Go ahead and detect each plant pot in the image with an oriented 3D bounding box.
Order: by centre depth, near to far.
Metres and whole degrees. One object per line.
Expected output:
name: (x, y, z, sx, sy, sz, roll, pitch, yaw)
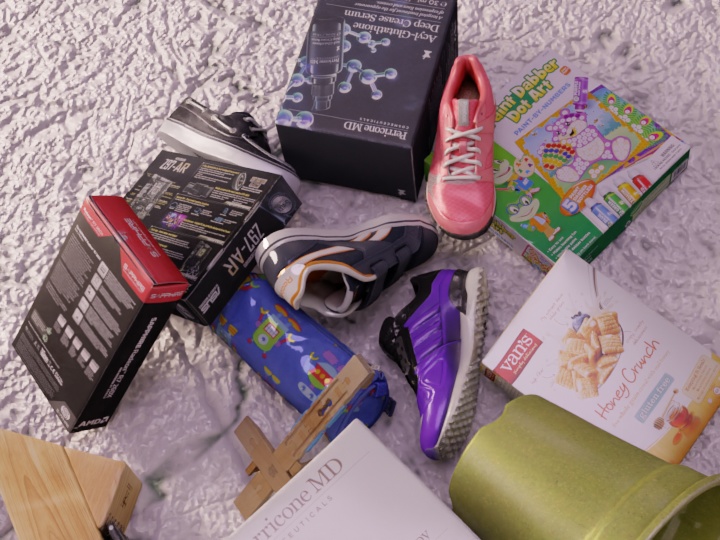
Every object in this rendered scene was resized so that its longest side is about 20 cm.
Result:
plant pot: (0.182, 0.207, 1.024, 0.200, 0.201, 0.184, -43, 54, -16)

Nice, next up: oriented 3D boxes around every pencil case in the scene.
pencil case: (-0.058, 0.082, 1.163, 0.200, 0.078, 0.087, 40, 96, 23)

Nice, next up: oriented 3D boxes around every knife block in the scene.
knife block: (-0.279, 0.253, 1.104, 0.199, 0.064, 0.176, 13, 64, 13)

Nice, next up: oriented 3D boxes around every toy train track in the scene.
toy train track: (-0.047, 0.153, 1.102, 0.115, 0.032, 0.200, 51, 117, 26)

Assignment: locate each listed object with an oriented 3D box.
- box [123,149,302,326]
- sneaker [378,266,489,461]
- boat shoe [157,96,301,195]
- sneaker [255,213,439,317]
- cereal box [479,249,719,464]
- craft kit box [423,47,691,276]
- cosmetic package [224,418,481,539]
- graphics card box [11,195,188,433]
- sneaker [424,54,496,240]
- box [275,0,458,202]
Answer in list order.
box: (-0.178, -0.038, 1.213, 0.199, 0.044, 0.161, 14, 61, 43)
sneaker: (0.063, 0.087, 1.160, 0.099, 0.070, 0.201, 4, 58, 16)
boat shoe: (-0.129, -0.134, 1.274, 0.199, 0.072, 0.068, 26, 78, 38)
sneaker: (0.000, 0.000, 1.174, 0.199, 0.079, 0.080, -9, 51, -29)
cereal box: (0.231, 0.094, 1.127, 0.200, 0.040, 0.144, 36, 76, 11)
craft kit box: (0.203, -0.112, 1.259, 0.200, 0.049, 0.197, -43, 63, -16)
cosmetic package: (0.013, 0.271, 1.006, 0.167, 0.167, 0.200, -41, 64, -15)
graphics card box: (-0.252, 0.043, 1.153, 0.126, 0.051, 0.200, 48, 120, 26)
sneaker: (0.099, -0.128, 1.207, 0.073, 0.087, 0.201, 0, 62, 7)
box: (0.011, -0.195, 1.287, 0.147, 0.107, 0.201, 11, 65, 11)
